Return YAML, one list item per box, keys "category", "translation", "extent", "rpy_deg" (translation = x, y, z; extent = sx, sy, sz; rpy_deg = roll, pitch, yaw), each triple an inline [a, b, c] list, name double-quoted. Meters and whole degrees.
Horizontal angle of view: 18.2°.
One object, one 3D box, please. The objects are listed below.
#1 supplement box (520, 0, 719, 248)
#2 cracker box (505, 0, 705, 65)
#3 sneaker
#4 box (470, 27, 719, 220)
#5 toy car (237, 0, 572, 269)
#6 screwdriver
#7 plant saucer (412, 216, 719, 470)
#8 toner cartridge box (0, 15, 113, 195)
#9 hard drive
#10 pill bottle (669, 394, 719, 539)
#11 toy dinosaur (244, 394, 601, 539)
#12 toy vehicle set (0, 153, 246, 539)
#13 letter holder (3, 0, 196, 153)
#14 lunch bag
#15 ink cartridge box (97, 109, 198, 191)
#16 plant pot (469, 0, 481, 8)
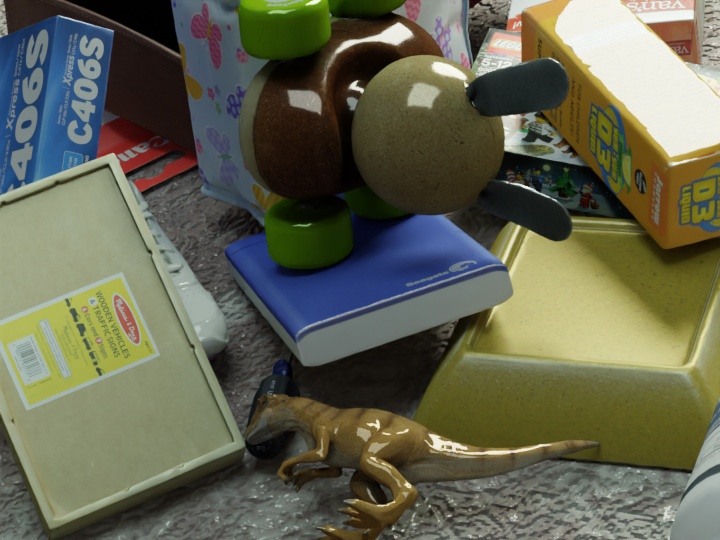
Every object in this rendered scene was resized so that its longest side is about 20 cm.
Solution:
- category: "supplement box"
  translation: [0.169, -0.097, 1.382]
  extent: [0.068, 0.067, 0.200]
  rpy_deg: [-17, 38, -18]
- category: "cracker box"
  translation: [0.183, -0.205, 1.634]
  extent: [0.133, 0.058, 0.201]
  rpy_deg: [-3, 36, 12]
- category: "sneaker"
  translation: [-0.152, -0.005, 1.410]
  extent: [0.075, 0.100, 0.200]
  rpy_deg: [-24, 37, -27]
- category: "box"
  translation: [0.162, -0.092, 1.467]
  extent: [0.198, 0.038, 0.137]
  rpy_deg: [11, 41, 12]
- category: "toy car"
  translation: [0.043, -0.088, 1.326]
  extent: [0.199, 0.165, 0.158]
  rpy_deg: [12, 31, 35]
- category: "screwdriver"
  translation: [-0.045, 0.051, 1.376]
  extent: [0.029, 0.028, 0.200]
  rpy_deg: [-32, 22, 21]
- category: "plant saucer"
  translation: [0.145, 0.029, 1.326]
  extent: [0.199, 0.049, 0.200]
  rpy_deg: [4, 37, 20]
- category: "toner cartridge box"
  translation: [-0.206, -0.052, 1.405]
  extent: [0.043, 0.202, 0.095]
  rpy_deg: [13, -12, -32]
- category: "hard drive"
  translation: [0.000, 0.000, 1.376]
  extent: [0.131, 0.026, 0.200]
  rpy_deg: [-18, 19, -10]
- category: "pill bottle"
  translation: [0.218, 0.123, 1.111]
  extent: [0.119, 0.120, 0.200]
  rpy_deg: [6, 39, 22]
- category: "toy dinosaur"
  translation: [0.022, 0.103, 1.231]
  extent: [0.199, 0.061, 0.107]
  rpy_deg: [10, 53, 16]
- category: "toy vehicle set"
  translation: [-0.162, 0.042, 1.311]
  extent: [0.124, 0.027, 0.201]
  rpy_deg: [-21, 73, -15]
- category: "letter holder"
  translation: [-0.145, -0.186, 1.576]
  extent: [0.199, 0.143, 0.101]
  rpy_deg: [26, 53, 20]
- category: "lunch bag"
  translation: [-0.015, -0.142, 1.488]
  extent: [0.199, 0.171, 0.127]
  rpy_deg: [-23, 30, -26]
- category: "ink cartridge box"
  translation: [-0.196, -0.119, 1.629]
  extent: [0.160, 0.050, 0.200]
  rpy_deg: [-28, 36, -22]
- category: "plant pot"
  translation: [-0.005, -0.258, 1.622]
  extent: [0.177, 0.200, 0.199]
  rpy_deg: [-51, 27, -22]
